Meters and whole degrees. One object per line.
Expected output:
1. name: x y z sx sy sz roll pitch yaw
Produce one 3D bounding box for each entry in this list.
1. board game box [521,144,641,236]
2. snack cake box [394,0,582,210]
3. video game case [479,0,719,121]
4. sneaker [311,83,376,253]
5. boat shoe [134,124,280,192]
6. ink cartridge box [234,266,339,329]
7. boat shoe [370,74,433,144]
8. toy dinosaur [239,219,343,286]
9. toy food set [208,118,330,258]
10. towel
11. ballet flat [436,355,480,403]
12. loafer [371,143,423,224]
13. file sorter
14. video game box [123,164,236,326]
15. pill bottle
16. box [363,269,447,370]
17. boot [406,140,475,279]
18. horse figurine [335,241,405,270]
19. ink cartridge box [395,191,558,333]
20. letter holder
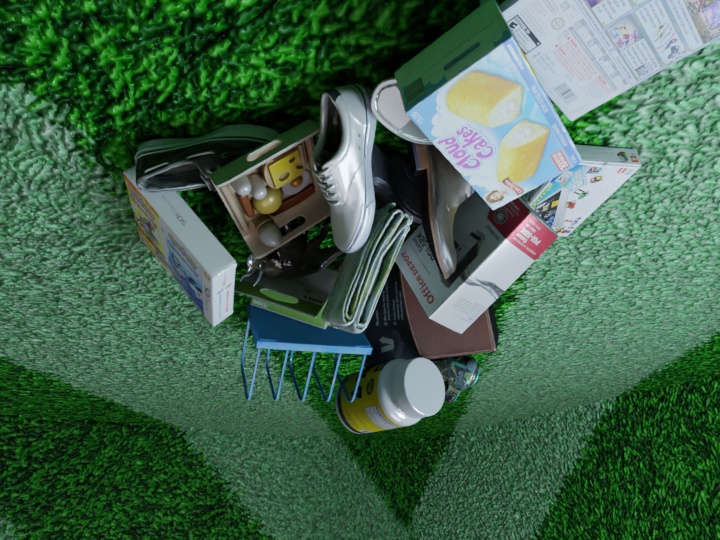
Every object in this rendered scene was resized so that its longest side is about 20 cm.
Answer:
1. board game box: 0.320 -0.119 0.808 0.124 0.035 0.201 2 153 -12
2. snack cake box: 0.139 -0.159 0.539 0.114 0.068 0.199 -30 141 26
3. video game case: 0.247 -0.256 0.508 0.180 0.046 0.198 -24 147 39
4. sneaker: -0.027 -0.118 0.618 0.070 0.204 0.073 -12 -158 -36
5. boat shoe: -0.195 -0.134 0.668 0.196 0.072 0.072 -9 153 3
6. ink cartridge box: -0.119 0.047 0.867 0.145 0.200 0.077 17 112 6
7. boat shoe: 0.100 -0.190 0.606 0.197 0.061 0.076 11 131 -23
8. toy dinosaur: -0.104 -0.030 0.840 0.197 0.104 0.077 4 -169 -35
9. toy food set: -0.105 -0.099 0.686 0.142 0.061 0.201 -32 161 -11
10. towel: 0.000 0.000 0.726 0.048 0.173 0.200 26 171 -9
11. ballet flat: 0.168 0.196 0.954 0.073 0.076 0.201 -1 153 -4
12. loafer: 0.034 -0.124 0.724 0.198 0.073 0.063 29 159 -25
13. file sorter: -0.103 0.147 0.899 0.196 0.139 0.125 7 110 -22
14. video game box: -0.261 -0.032 0.754 0.047 0.200 0.183 -37 168 -30
15. pill bottle: 0.051 0.224 0.919 0.113 0.116 0.199 15 151 -33
16. box: 0.100 0.109 1.057 0.196 0.200 0.118 -2 155 -1
17. boot: 0.126 -0.095 0.677 0.095 0.204 0.075 -13 -171 0
18. horse figurine: 0.017 -0.039 0.914 0.130 0.051 0.201 -3 154 -3
19. ink cartridge box: 0.158 -0.034 0.749 0.082 0.148 0.201 24 115 -39
20. letter holder: 0.152 0.039 0.895 0.140 0.204 0.100 -11 -175 19
